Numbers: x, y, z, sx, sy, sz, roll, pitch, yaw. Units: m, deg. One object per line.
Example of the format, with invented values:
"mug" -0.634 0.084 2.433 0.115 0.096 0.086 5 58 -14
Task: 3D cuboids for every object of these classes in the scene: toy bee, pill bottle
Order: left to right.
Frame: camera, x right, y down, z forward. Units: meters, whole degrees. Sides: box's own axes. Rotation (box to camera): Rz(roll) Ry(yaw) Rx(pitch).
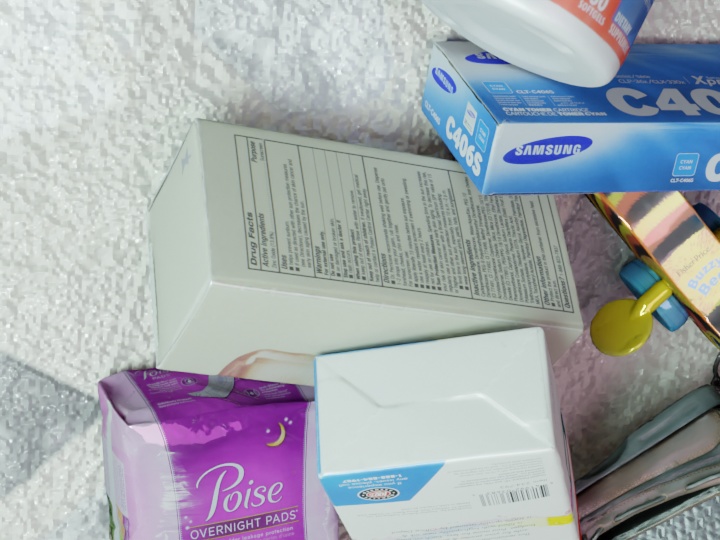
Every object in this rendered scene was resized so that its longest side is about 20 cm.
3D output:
"pill bottle" 0.117 -0.201 0.882 0.112 0.112 0.200 29 86 -27
"toy bee" 0.202 0.006 0.998 0.200 0.109 0.131 25 100 -25

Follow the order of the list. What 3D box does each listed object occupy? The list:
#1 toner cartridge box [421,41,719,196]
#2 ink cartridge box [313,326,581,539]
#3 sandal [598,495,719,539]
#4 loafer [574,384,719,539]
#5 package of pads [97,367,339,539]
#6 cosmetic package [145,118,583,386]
"toner cartridge box" 0.142 -0.082 0.949 0.200 0.095 0.043 -2 122 -20
"ink cartridge box" 0.051 0.106 0.934 0.116 0.067 0.200 -7 152 7
"sandal" 0.174 0.168 1.080 0.076 0.043 0.200 42 91 9
"loafer" 0.139 0.146 1.030 0.200 0.072 0.063 -38 75 2
"package of pads" -0.072 0.148 0.964 0.120 0.076 0.200 -9 111 -21
"cosmetic package" 0.000 0.000 0.910 0.200 0.104 0.087 9 143 -22
